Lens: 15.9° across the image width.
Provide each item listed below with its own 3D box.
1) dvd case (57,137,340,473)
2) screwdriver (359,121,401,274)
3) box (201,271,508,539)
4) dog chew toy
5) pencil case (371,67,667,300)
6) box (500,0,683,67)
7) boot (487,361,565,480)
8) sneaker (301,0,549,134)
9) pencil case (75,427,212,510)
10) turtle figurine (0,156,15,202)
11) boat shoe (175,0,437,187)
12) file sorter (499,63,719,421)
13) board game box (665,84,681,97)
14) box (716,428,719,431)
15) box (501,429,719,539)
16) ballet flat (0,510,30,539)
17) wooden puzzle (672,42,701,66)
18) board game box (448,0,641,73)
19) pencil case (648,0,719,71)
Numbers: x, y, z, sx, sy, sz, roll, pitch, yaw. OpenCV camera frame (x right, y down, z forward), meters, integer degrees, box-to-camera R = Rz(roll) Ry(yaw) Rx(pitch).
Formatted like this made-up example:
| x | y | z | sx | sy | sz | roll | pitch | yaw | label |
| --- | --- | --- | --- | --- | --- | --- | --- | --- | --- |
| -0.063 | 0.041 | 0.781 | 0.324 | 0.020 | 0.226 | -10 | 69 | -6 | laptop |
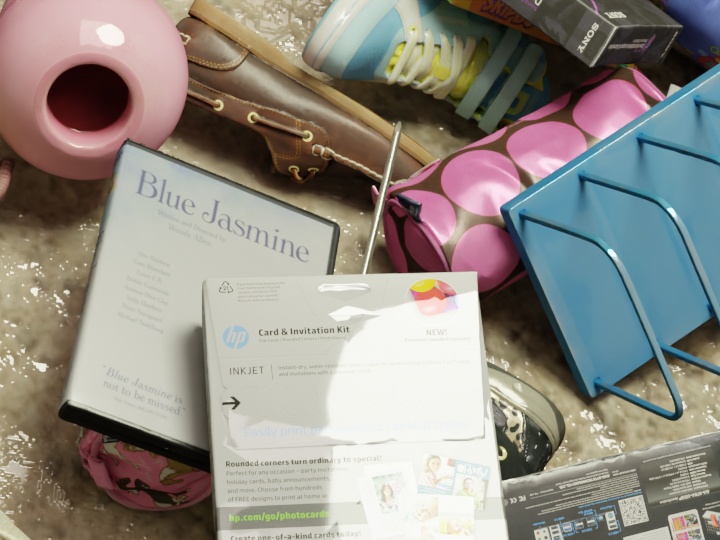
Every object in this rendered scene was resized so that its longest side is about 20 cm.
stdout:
| x | y | z | sx | sy | sz | roll | pitch | yaw | label |
| --- | --- | --- | --- | --- | --- | --- | --- | --- | --- |
| -0.087 | 0.025 | 1.454 | 0.142 | 0.018 | 0.201 | 21 | 47 | -15 | dvd case |
| 0.000 | 0.000 | 1.503 | 0.028 | 0.029 | 0.201 | 33 | 53 | -35 | screwdriver |
| -0.004 | 0.097 | 1.376 | 0.155 | 0.041 | 0.201 | -2 | 60 | -8 | box |
| -0.172 | -0.137 | 1.586 | 0.124 | 0.125 | 0.200 | 8 | 22 | -12 | dog chew toy |
| 0.108 | -0.056 | 1.617 | 0.199 | 0.091 | 0.094 | -28 | 61 | -20 | pencil case |
| 0.104 | -0.202 | 1.659 | 0.200 | 0.036 | 0.143 | 40 | 20 | 15 | box |
| 0.005 | 0.103 | 1.494 | 0.203 | 0.074 | 0.154 | 25 | 52 | 4 | boot |
| 0.054 | -0.137 | 1.672 | 0.130 | 0.080 | 0.200 | 42 | 31 | 13 | sneaker |
| -0.110 | 0.039 | 1.500 | 0.086 | 0.083 | 0.201 | 28 | 45 | -23 | pencil case |
| -0.286 | -0.042 | 1.469 | 0.143 | 0.200 | 0.195 | -17 | 57 | 11 | turtle figurine |
| -0.041 | -0.093 | 1.645 | 0.199 | 0.070 | 0.071 | 32 | 85 | -2 | boat shoe |
| 0.215 | -0.021 | 1.557 | 0.199 | 0.139 | 0.123 | -33 | 22 | -16 | file sorter |
| 0.273 | -0.027 | 1.708 | 0.199 | 0.045 | 0.135 | 24 | 49 | 1 | board game box |
| 0.285 | 0.150 | 1.541 | 0.164 | 0.086 | 0.200 | 42 | 52 | 17 | box |
| 0.125 | 0.186 | 1.416 | 0.199 | 0.046 | 0.160 | -13 | 83 | -13 | box |
| -0.247 | 0.130 | 1.391 | 0.199 | 0.068 | 0.063 | 20 | 39 | -3 | ballet flat |
| 0.254 | -0.233 | 1.868 | 0.185 | 0.046 | 0.200 | 33 | 49 | 9 | wooden puzzle |
| 0.110 | -0.186 | 1.728 | 0.199 | 0.030 | 0.096 | 19 | 25 | -45 | board game box |
| 0.261 | -0.168 | 1.748 | 0.200 | 0.078 | 0.087 | 42 | 65 | -19 | pencil case |
